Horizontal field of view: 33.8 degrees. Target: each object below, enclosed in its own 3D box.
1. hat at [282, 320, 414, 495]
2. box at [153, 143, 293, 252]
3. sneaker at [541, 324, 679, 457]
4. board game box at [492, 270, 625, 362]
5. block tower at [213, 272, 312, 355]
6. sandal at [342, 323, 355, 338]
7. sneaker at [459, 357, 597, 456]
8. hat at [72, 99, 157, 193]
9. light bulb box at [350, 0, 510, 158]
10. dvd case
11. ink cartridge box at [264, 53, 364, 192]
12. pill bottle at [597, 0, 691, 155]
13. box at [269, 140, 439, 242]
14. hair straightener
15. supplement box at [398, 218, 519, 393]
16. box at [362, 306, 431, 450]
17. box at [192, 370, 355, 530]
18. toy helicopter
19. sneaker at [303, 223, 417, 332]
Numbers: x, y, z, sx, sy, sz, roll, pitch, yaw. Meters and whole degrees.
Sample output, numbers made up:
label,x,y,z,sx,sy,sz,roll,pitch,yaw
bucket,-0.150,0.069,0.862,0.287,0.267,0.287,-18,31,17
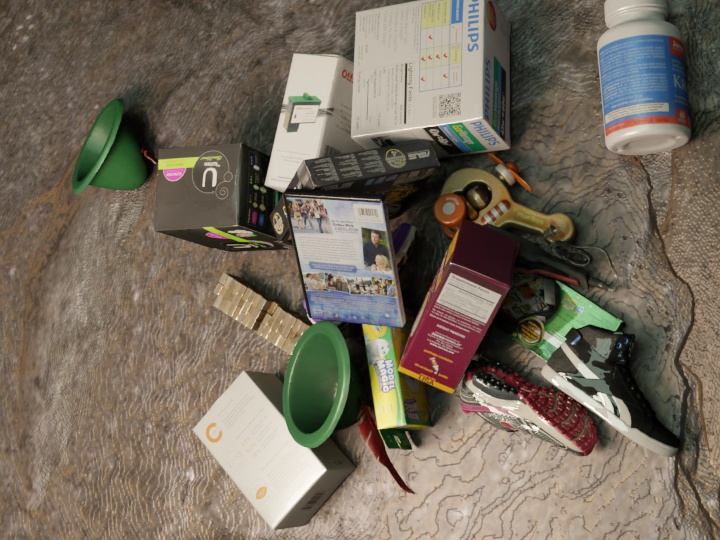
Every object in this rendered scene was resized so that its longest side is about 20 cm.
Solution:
label,x,y,z,sx,sy,sz,roll,pitch,yaw
hat,0.002,0.180,1.670,0.166,0.175,0.201,43,117,54
box,-0.189,-0.104,1.760,0.148,0.200,0.125,-2,81,26
sneaker,0.342,0.143,1.523,0.200,0.073,0.112,34,98,14
board game box,0.251,0.061,1.621,0.200,0.023,0.105,36,96,26
block tower,-0.132,0.074,1.788,0.200,0.058,0.054,31,96,28
sandal,-0.054,0.004,1.740,0.057,0.080,0.202,-14,76,-3
sneaker,0.225,0.192,1.592,0.200,0.081,0.075,29,124,27
hat,-0.357,-0.163,1.945,0.166,0.176,0.200,-51,28,26
light bulb box,0.102,-0.269,1.678,0.199,0.125,0.199,-4,74,25
dvd case,-0.020,-0.015,1.565,0.142,0.018,0.201,5,125,24
ink cartridge box,-0.051,-0.202,1.739,0.084,0.146,0.201,10,86,29
pill bottle,0.370,-0.262,1.562,0.112,0.112,0.201,-7,80,25
box,-0.010,-0.111,1.646,0.049,0.199,0.161,67,150,19
hair straightener,0.252,-0.020,1.580,0.199,0.041,0.077,21,133,6
supplement box,0.130,0.049,1.575,0.085,0.111,0.200,22,126,-1
box,0.051,0.148,1.651,0.048,0.117,0.201,-11,78,19
box,-0.127,0.260,1.732,0.124,0.097,0.200,-48,66,12
toy helicopter,0.207,-0.089,1.639,0.199,0.079,0.133,21,78,22
sneaker,0.000,0.000,1.671,0.200,0.081,0.083,-44,81,-7
